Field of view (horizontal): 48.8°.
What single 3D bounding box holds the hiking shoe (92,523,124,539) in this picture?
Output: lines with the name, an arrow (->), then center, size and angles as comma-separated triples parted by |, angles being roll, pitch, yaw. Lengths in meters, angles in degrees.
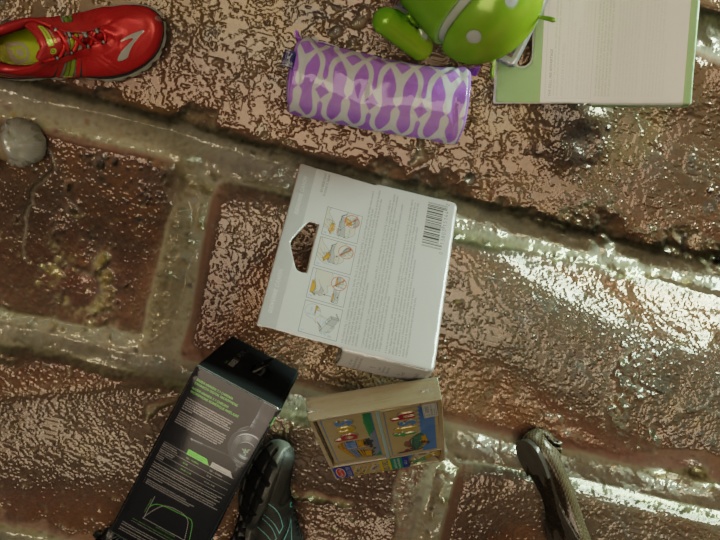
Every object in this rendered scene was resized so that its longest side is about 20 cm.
hiking shoe -> -0.245, 0.315, 0.868 | 0.087, 0.074, 0.200 | 47, 138, -6

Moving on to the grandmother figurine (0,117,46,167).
grandmother figurine -> -0.436, -0.137, 0.841 | 0.199, 0.061, 0.122 | 0, 128, -3

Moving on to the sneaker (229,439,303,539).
sneaker -> -0.105, 0.291, 0.923 | 0.079, 0.075, 0.201 | 13, 100, -25

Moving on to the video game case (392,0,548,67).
video game case -> 0.138, -0.329, 0.808 | 0.143, 0.018, 0.200 | 28, 99, 10

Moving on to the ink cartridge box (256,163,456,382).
ink cartridge box -> 0.000, 0.000, 0.814 | 0.176, 0.045, 0.200 | 14, 60, -4

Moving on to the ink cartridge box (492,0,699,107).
ink cartridge box -> 0.243, -0.244, 0.828 | 0.199, 0.048, 0.146 | 3, 100, 15

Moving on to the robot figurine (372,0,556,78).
robot figurine -> 0.091, -0.283, 0.753 | 0.175, 0.116, 0.200 | -42, 83, 27

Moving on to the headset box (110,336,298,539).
headset box -> -0.151, 0.175, 0.830 | 0.093, 0.174, 0.200 | 28, 94, 0

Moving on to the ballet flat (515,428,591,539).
ballet flat -> 0.236, 0.273, 0.922 | 0.046, 0.067, 0.200 | -26, 98, -28

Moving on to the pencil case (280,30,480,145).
pencil case -> 0.018, -0.187, 0.822 | 0.199, 0.084, 0.086 | 12, 77, -4

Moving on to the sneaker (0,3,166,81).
sneaker -> -0.297, -0.227, 0.807 | 0.199, 0.085, 0.077 | -10, 101, 2

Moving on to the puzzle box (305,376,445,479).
puzzle box -> 0.022, 0.172, 0.844 | 0.133, 0.200, 0.025 | -10, 59, 2
